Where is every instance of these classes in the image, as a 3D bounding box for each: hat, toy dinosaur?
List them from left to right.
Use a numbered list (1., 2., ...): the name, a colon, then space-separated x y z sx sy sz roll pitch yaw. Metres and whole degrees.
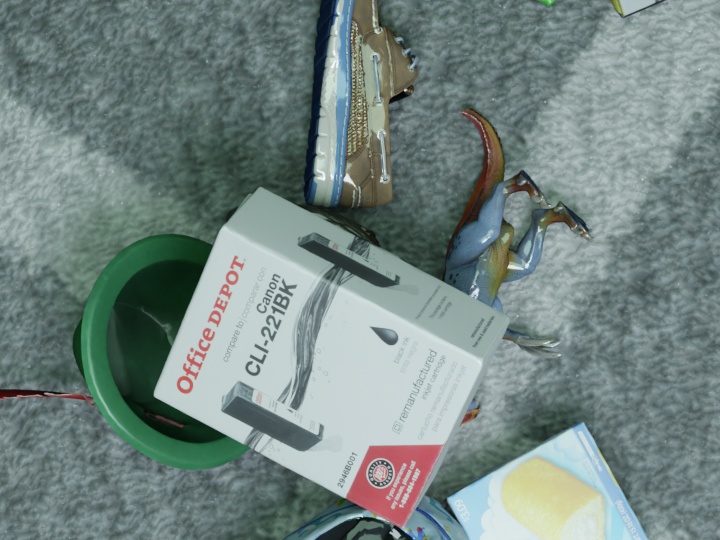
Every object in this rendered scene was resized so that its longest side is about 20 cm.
1. hat: -0.183 0.066 1.733 0.199 0.176 0.167 31 63 -30
2. toy dinosaur: 0.086 0.018 1.717 0.182 0.105 0.200 -46 43 14

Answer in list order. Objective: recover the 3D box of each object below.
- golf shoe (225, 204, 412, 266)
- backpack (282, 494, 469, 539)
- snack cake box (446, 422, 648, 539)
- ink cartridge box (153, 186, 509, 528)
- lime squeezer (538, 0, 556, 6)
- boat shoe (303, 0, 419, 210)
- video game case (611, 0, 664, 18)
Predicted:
1. golf shoe: 0.000 0.000 1.677 0.199 0.094 0.078 30 118 21
2. backpack: -0.010 0.241 1.653 0.163 0.154 0.200 42 120 4
3. snack cake box: 0.156 0.223 1.681 0.115 0.067 0.201 -29 84 -1
4. ink cartridge box: -0.022 0.058 1.596 0.199 0.084 0.145 27 116 7
5. lime squeezer: 0.056 -0.256 1.741 0.071 0.038 0.200 -42 84 -1
6. boat shoe: 0.003 -0.142 1.724 0.072 0.072 0.202 7 86 -11
7. video game case: 0.252 -0.294 1.684 0.199 0.026 0.181 -23 127 1
